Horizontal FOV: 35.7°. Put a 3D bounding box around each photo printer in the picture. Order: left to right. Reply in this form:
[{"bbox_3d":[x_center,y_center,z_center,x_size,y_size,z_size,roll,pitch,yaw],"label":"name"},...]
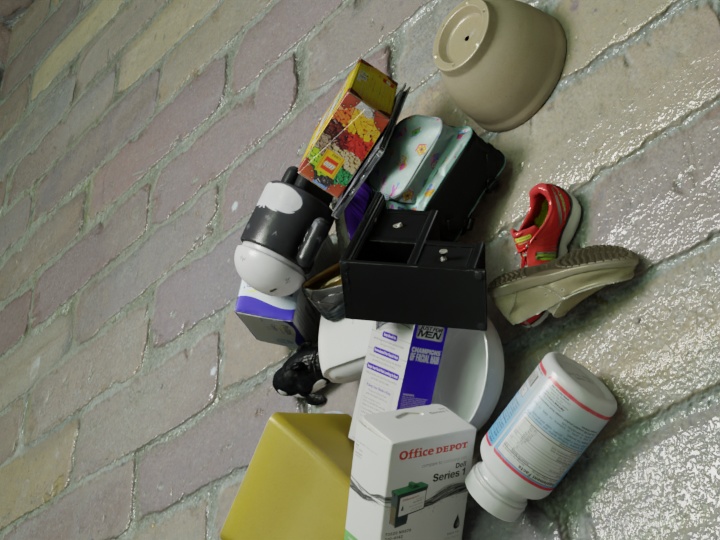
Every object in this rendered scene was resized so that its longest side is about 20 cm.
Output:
[{"bbox_3d":[0.017,0.081,1.739,0.198,0.069,0.168,-21,51,34],"label":"photo printer"}]

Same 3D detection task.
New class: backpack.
[{"bbox_3d":[0.099,-0.145,1.716,0.177,0.152,0.200,-60,21,-4],"label":"backpack"}]

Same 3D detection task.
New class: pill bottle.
[{"bbox_3d":[0.219,0.210,1.391,0.201,0.108,0.109,-55,37,16],"label":"pill bottle"}]

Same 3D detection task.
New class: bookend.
[{"bbox_3d":[0.093,-0.017,1.544,0.197,0.093,0.199,5,33,16],"label":"bookend"}]

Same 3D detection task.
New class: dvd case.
[{"bbox_3d":[0.017,-0.187,1.728,0.149,0.016,0.201,-53,10,39],"label":"dvd case"}]

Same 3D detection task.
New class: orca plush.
[{"bbox_3d":[-0.079,0.168,1.824,0.198,0.071,0.107,-2,86,39],"label":"orca plush"}]

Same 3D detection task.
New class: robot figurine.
[{"bbox_3d":[-0.114,-0.058,1.740,0.150,0.124,0.202,99,-164,-80],"label":"robot figurine"}]

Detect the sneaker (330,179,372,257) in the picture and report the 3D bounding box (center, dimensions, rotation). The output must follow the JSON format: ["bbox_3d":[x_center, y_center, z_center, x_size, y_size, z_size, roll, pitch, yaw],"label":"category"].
[{"bbox_3d":[0.005,-0.095,1.796,0.070,0.098,0.202,91,169,-62],"label":"sneaker"}]

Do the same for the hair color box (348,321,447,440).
[{"bbox_3d":[0.053,0.155,1.574,0.109,0.064,0.203,16,96,59],"label":"hair color box"}]

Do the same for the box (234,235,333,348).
[{"bbox_3d":[-0.125,0.009,1.883,0.103,0.184,0.203,9,73,10],"label":"box"}]

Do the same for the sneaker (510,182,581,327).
[{"bbox_3d":[0.234,-0.024,1.526,0.077,0.084,0.203,-2,69,53],"label":"sneaker"}]

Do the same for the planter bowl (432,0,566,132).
[{"bbox_3d":[0.195,-0.332,1.711,0.199,0.134,0.203,-30,48,40],"label":"planter bowl"}]

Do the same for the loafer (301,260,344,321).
[{"bbox_3d":[0.000,0.000,1.702,0.199,0.072,0.073,-38,38,17],"label":"loafer"}]

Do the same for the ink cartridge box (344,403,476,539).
[{"bbox_3d":[0.063,0.290,1.461,0.084,0.145,0.203,26,115,51],"label":"ink cartridge box"}]

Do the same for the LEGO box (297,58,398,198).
[{"bbox_3d":[-0.017,-0.223,1.730,0.150,0.077,0.201,-55,9,24],"label":"LEGO box"}]

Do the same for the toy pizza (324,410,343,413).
[{"bbox_3d":[-0.068,0.319,1.774,0.199,0.031,0.203,-29,49,41],"label":"toy pizza"}]

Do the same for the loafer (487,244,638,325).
[{"bbox_3d":[0.266,0.020,1.452,0.197,0.069,0.076,-14,16,20],"label":"loafer"}]

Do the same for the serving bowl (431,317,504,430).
[{"bbox_3d":[0.138,0.144,1.561,0.199,0.065,0.203,-26,59,53],"label":"serving bowl"}]

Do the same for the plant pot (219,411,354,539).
[{"bbox_3d":[-0.045,0.334,1.593,0.175,0.199,0.202,28,99,33],"label":"plant pot"}]
